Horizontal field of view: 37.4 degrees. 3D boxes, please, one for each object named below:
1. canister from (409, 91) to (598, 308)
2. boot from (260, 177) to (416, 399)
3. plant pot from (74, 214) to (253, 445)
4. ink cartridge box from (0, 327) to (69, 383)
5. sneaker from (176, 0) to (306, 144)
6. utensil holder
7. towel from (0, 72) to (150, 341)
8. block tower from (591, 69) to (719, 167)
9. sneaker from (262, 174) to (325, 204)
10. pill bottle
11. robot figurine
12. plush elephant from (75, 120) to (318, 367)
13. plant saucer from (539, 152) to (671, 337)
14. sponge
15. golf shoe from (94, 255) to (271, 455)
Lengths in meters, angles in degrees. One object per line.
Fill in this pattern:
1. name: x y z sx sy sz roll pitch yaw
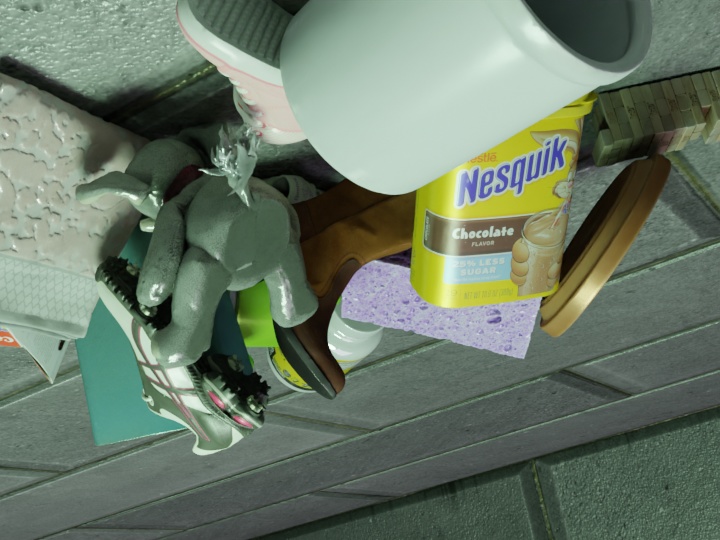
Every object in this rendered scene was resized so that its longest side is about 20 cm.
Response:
1. canister: 0.118 -0.075 0.927 0.147 0.087 0.202 -7 119 -18
2. boot: 0.000 0.000 0.999 0.199 0.189 0.069 -26 159 -14
3. plant pot: -0.198 0.038 1.028 0.140 0.202 0.141 -11 -167 2
4. ink cartridge box: -0.314 0.003 0.942 0.050 0.110 0.201 3 145 15
5. sneaker: -0.078 -0.146 0.806 0.104 0.076 0.199 -32 156 32
6. utensil holder: 0.065 -0.161 0.717 0.169 0.171 0.199 7 154 -40
7. towel: -0.258 -0.041 0.870 0.032 0.192 0.200 26 -178 29
8. block tower: 0.321 -0.154 1.031 0.198 0.058 0.054 -13 161 0
9. sneaker: -0.055 -0.051 1.073 0.199 0.075 0.100 -1 153 -29
10. pill bottle: -0.038 0.074 1.355 0.112 0.113 0.200 -1 157 -26
11. robot figurine: -0.124 0.026 1.175 0.199 0.116 0.176 3 132 -31
12. plush elephant: -0.140 -0.043 0.881 0.164 0.154 0.201 -25 128 -37
13. plant saucer: 0.228 -0.028 1.025 0.032 0.201 0.201 32 155 3
14. sponge: 0.077 0.027 1.065 0.198 0.030 0.112 12 144 5
15. golf shoe: -0.171 0.079 0.931 0.088 0.200 0.077 -39 -172 19
